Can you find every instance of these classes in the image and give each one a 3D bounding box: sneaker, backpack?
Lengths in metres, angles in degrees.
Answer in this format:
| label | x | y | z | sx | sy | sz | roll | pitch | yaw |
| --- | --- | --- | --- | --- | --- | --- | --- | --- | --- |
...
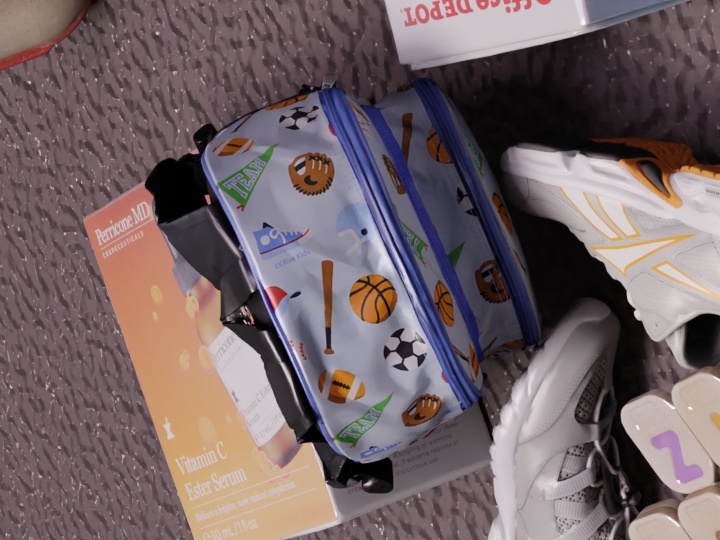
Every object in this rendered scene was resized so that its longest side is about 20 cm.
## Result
| label | x | y | z | sx | sy | sz | roll | pitch | yaw |
| --- | --- | --- | --- | --- | --- | --- | --- | --- | --- |
| sneaker | 0.107 | 0.105 | 1.384 | 0.082 | 0.075 | 0.201 | 17 | 121 | 18 |
| sneaker | 0.128 | -0.007 | 1.262 | 0.200 | 0.075 | 0.093 | 17 | 107 | 53 |
| backpack | 0.000 | 0.000 | 1.333 | 0.201 | 0.154 | 0.190 | 60 | -172 | 0 |

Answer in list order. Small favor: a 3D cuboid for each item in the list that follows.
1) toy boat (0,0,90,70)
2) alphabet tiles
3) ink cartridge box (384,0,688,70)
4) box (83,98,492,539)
| label | x | y | z | sx | sy | sz | roll | pitch | yaw |
| --- | --- | --- | --- | --- | --- | --- | --- | --- | --- |
| toy boat | -0.236 | -0.209 | 1.707 | 0.131 | 0.130 | 0.201 | 122 | 129 | -85 |
| alphabet tiles | 0.195 | 0.124 | 1.237 | 0.196 | 0.015 | 0.200 | 54 | 147 | -4 |
| ink cartridge box | 0.063 | -0.200 | 1.272 | 0.146 | 0.084 | 0.201 | -5 | 101 | 57 |
| box | -0.040 | 0.034 | 1.514 | 0.152 | 0.106 | 0.201 | -26 | 83 | 57 |
